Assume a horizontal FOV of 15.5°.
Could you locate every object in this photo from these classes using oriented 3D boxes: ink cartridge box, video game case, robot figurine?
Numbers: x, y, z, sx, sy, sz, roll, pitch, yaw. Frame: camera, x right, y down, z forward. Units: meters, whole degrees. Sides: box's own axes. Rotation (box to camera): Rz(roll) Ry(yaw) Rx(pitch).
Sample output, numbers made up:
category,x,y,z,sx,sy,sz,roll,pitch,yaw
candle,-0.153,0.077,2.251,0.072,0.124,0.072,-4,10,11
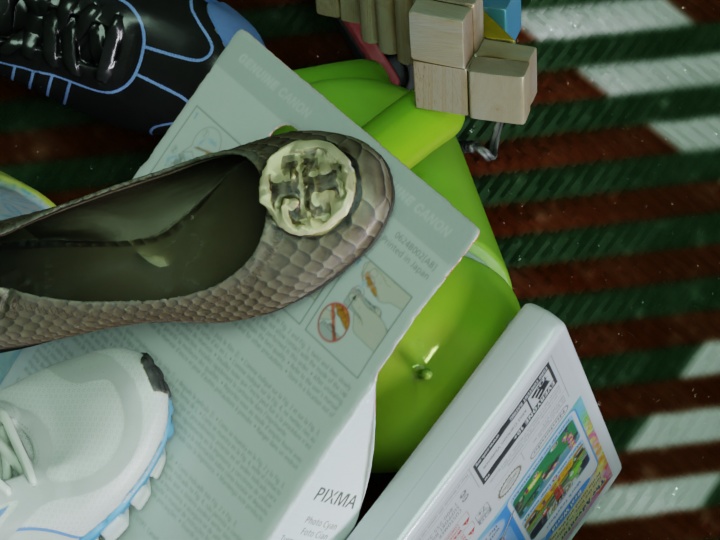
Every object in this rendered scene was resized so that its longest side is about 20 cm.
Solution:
category,x,y,z,sx,sy,sz,roll,pitch,yaw
ink cartridge box,-0.046,0.030,1.041,0.160,0.047,0.200,42,102,37
video game case,0.031,0.126,1.086,0.024,0.182,0.200,33,79,23
robot figurine,0.000,0.000,1.110,0.115,0.176,0.200,-8,46,-11

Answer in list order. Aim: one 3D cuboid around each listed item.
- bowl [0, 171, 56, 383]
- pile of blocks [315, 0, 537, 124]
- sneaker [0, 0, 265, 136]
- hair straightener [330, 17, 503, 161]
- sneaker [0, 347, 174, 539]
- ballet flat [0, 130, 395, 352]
category,x,y,z,sx,sy,sz,roll,pitch,yaw
bowl,-0.217,0.029,1.102,0.200,0.200,0.108,-46,44,-10
pile of blocks,0.018,-0.136,1.089,0.082,0.062,0.200,-25,44,-23
sneaker,-0.135,-0.104,1.118,0.200,0.078,0.070,21,104,28
hair straightener,0.015,-0.137,1.192,0.077,0.041,0.200,-30,79,-10
sneaker,-0.164,0.089,1.006,0.200,0.087,0.075,-33,62,4
ballet flat,-0.083,-0.011,1.004,0.200,0.046,0.068,-13,65,21
